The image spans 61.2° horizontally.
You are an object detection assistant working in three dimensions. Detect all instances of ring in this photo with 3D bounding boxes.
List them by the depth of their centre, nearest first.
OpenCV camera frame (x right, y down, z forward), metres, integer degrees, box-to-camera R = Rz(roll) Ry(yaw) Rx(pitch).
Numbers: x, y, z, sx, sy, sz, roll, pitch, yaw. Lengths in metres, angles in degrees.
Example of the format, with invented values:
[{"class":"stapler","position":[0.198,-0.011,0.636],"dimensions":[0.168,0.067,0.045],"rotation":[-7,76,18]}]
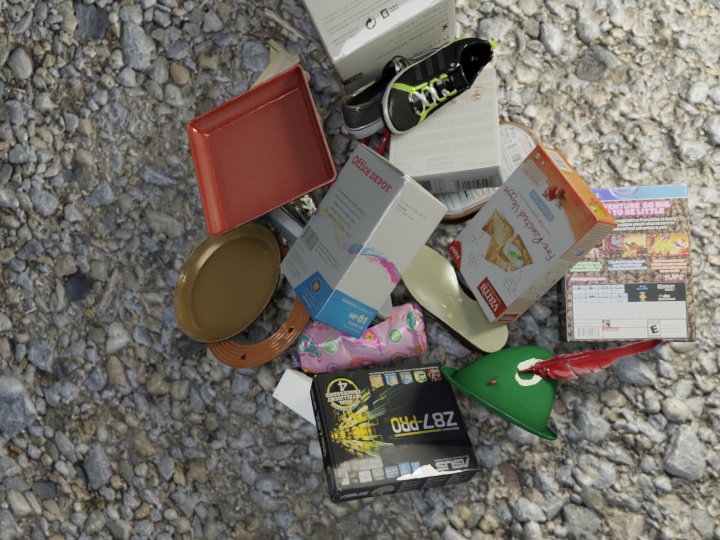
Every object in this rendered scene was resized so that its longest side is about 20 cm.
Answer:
[{"class":"ring","position":[-0.149,0.055,0.917],"dimensions":[0.197,0.019,0.204],"rotation":[-15,53,21]}]

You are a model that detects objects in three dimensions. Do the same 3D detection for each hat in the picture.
[{"class":"hat","position":[0.231,0.105,0.800],"dimensions":[0.197,0.166,0.178],"rotation":[28,94,-5]}]

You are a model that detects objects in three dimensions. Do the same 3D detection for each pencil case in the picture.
[{"class":"pencil case","position":[-0.001,0.096,0.891],"dimensions":[0.196,0.087,0.089],"rotation":[-9,83,10]}]

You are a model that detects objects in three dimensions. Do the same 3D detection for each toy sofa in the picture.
[{"class":"toy sofa","position":[-0.153,-0.243,0.951],"dimensions":[0.097,0.083,0.201],"rotation":[40,93,15]}]

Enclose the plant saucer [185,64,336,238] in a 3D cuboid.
[{"class":"plant saucer","position":[-0.140,-0.164,0.860],"dimensions":[0.197,0.037,0.203],"rotation":[-23,67,11]}]

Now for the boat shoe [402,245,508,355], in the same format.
[{"class":"boat shoe","position":[0.124,0.043,0.878],"dimensions":[0.201,0.063,0.074],"rotation":[44,79,7]}]

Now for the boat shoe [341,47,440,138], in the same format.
[{"class":"boat shoe","position":[0.052,-0.278,0.900],"dimensions":[0.198,0.067,0.070],"rotation":[-36,51,-7]}]

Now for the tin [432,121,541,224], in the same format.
[{"class":"tin","position":[0.175,-0.146,0.903],"dimensions":[0.197,0.042,0.114],"rotation":[-24,77,8]}]

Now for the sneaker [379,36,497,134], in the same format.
[{"class":"sneaker","position":[0.110,-0.269,0.851],"dimensions":[0.200,0.083,0.072],"rotation":[-44,117,-12]}]

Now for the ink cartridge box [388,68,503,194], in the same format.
[{"class":"ink cartridge box","position":[0.125,-0.202,0.892],"dimensions":[0.157,0.048,0.203],"rotation":[-5,54,17]}]

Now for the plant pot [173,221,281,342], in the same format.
[{"class":"plant pot","position":[-0.200,0.018,0.933],"dimensions":[0.196,0.028,0.204],"rotation":[-13,59,22]}]

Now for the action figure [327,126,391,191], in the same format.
[{"class":"action figure","position":[-0.015,-0.133,0.931],"dimensions":[0.065,0.051,0.203],"rotation":[25,93,27]}]

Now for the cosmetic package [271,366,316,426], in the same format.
[{"class":"cosmetic package","position":[-0.026,0.213,0.888],"dimensions":[0.198,0.082,0.051],"rotation":[31,92,11]}]

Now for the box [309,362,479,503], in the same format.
[{"class":"box","position":[0.041,0.211,0.815],"dimensions":[0.196,0.049,0.163],"rotation":[-1,52,-18]}]

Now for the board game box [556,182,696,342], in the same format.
[{"class":"board game box","position":[0.349,-0.005,0.824],"dimensions":[0.156,0.097,0.205],"rotation":[-1,85,11]}]

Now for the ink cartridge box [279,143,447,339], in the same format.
[{"class":"ink cartridge box","position":[-0.001,-0.041,0.776],"dimensions":[0.202,0.084,0.145],"rotation":[-56,36,11]}]

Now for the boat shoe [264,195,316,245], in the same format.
[{"class":"boat shoe","position":[-0.104,-0.090,0.917],"dimensions":[0.068,0.074,0.199],"rotation":[-41,54,-10]}]

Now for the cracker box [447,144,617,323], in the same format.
[{"class":"cracker box","position":[0.218,-0.043,0.808],"dimensions":[0.201,0.057,0.135],"rotation":[-52,51,34]}]

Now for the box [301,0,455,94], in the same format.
[{"class":"box","position":[0.015,-0.413,0.909],"dimensions":[0.196,0.131,0.203],"rotation":[-27,81,8]}]

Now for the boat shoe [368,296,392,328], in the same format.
[{"class":"boat shoe","position":[0.002,0.002,0.878],"dimensions":[0.068,0.073,0.202],"rotation":[-32,45,28]}]
